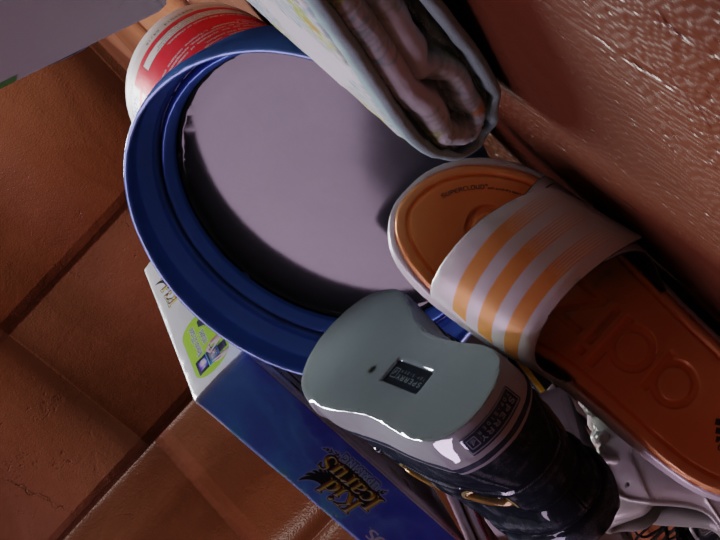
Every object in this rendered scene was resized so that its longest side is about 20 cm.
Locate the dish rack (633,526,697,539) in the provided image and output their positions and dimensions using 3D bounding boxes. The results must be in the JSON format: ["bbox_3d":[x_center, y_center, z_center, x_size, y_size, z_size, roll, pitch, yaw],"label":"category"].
[{"bbox_3d":[0.218,0.181,1.103,0.153,0.054,0.200,45,-159,-13],"label":"dish rack"}]

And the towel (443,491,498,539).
[{"bbox_3d":[0.084,0.174,1.118,0.200,0.023,0.145,49,-164,-82],"label":"towel"}]

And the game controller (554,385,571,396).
[{"bbox_3d":[0.149,0.057,0.982,0.200,0.042,0.105,38,150,62],"label":"game controller"}]

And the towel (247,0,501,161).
[{"bbox_3d":[-0.033,-0.136,0.710,0.171,0.048,0.200,46,178,29],"label":"towel"}]

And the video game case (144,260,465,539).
[{"bbox_3d":[-0.036,0.081,1.100,0.200,0.045,0.181,44,-173,-27],"label":"video game case"}]

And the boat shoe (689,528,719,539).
[{"bbox_3d":[0.203,0.126,0.995,0.072,0.068,0.200,46,179,-37],"label":"boat shoe"}]

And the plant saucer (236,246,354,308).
[{"bbox_3d":[0.000,0.000,1.061,0.198,0.036,0.200,2,-175,0],"label":"plant saucer"}]

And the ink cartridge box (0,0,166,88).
[{"bbox_3d":[-0.183,-0.167,0.740,0.201,0.145,0.084,64,180,32],"label":"ink cartridge box"}]

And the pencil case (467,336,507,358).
[{"bbox_3d":[0.051,0.069,1.164,0.086,0.084,0.200,51,177,7],"label":"pencil case"}]

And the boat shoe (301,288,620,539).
[{"bbox_3d":[0.041,0.073,0.841,0.091,0.071,0.200,45,173,-22],"label":"boat shoe"}]

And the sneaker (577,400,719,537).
[{"bbox_3d":[0.128,0.067,0.832,0.200,0.099,0.078,42,177,25],"label":"sneaker"}]

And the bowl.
[{"bbox_3d":[-0.022,-0.033,0.913,0.199,0.039,0.202,13,131,15],"label":"bowl"}]

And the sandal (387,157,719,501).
[{"bbox_3d":[0.102,0.016,0.780,0.206,0.079,0.059,38,172,14],"label":"sandal"}]

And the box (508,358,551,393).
[{"bbox_3d":[0.050,-0.018,1.241,0.200,0.049,0.160,42,175,33],"label":"box"}]

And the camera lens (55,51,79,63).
[{"bbox_3d":[-0.204,-0.204,0.928,0.200,0.160,0.160,40,176,44],"label":"camera lens"}]

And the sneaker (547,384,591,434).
[{"bbox_3d":[0.112,0.071,1.409,0.200,0.075,0.115,42,179,23],"label":"sneaker"}]

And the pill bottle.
[{"bbox_3d":[-0.065,-0.091,1.121,0.112,0.112,0.200,45,177,-31],"label":"pill bottle"}]

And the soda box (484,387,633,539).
[{"bbox_3d":[0.117,0.140,1.090,0.200,0.068,0.064,56,-163,-61],"label":"soda box"}]
